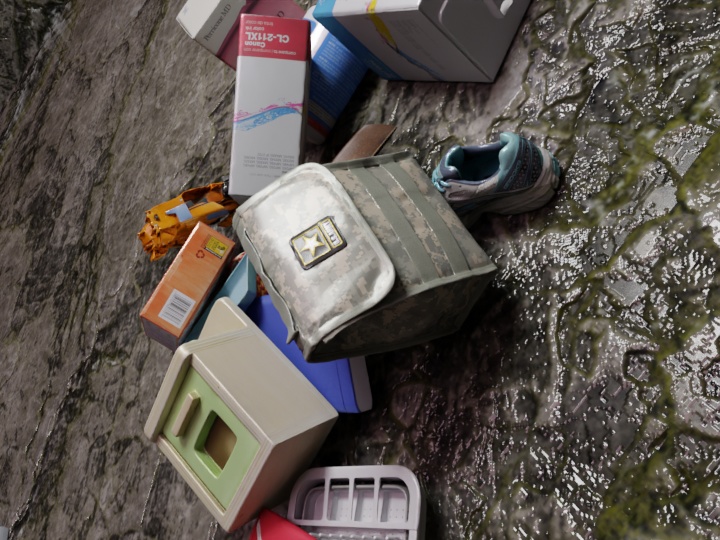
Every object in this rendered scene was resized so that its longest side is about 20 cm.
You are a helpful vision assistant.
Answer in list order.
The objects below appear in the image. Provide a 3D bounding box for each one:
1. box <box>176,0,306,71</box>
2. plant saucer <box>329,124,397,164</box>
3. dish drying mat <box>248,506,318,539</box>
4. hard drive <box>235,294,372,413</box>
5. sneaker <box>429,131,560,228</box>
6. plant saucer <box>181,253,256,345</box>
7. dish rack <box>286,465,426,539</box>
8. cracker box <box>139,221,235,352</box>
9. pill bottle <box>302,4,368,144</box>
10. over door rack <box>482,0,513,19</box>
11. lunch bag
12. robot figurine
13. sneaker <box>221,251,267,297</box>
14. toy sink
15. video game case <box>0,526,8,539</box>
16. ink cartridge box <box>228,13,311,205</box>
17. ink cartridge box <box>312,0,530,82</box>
[{"bbox_3d":[-0.142,-0.342,1.083,0.128,0.199,0.109,-51,40,11],"label":"box"},{"bbox_3d":[-0.031,-0.094,0.861,0.201,0.034,0.200,-51,3,4],"label":"plant saucer"},{"bbox_3d":[-0.046,0.289,0.684,0.199,0.018,0.078,12,77,49],"label":"dish drying mat"},{"bbox_3d":[-0.069,0.088,0.827,0.199,0.025,0.134,-12,88,50],"label":"hard drive"},{"bbox_3d":[0.098,-0.090,0.768,0.198,0.086,0.079,-22,52,37],"label":"sneaker"},{"bbox_3d":[-0.176,0.068,0.905,0.200,0.019,0.071,-49,31,31],"label":"plant saucer"},{"bbox_3d":[-0.007,0.287,0.691,0.170,0.043,0.203,-14,58,40],"label":"dish rack"},{"bbox_3d":[-0.225,0.029,0.977,0.135,0.057,0.200,-62,7,-16],"label":"cracker box"},{"bbox_3d":[-0.046,-0.284,1.017,0.202,0.112,0.112,-57,40,4],"label":"pill bottle"},{"bbox_3d":[0.234,-0.321,0.761,0.147,0.067,0.201,10,54,48],"label":"over door rack"},{"bbox_3d":[-0.003,-0.013,0.697,0.165,0.198,0.118,57,143,28],"label":"lunch bag"},{"bbox_3d":[-0.198,-0.079,1.016,0.059,0.198,0.145,65,154,4],"label":"robot figurine"},{"bbox_3d":[-0.158,0.077,0.972,0.077,0.072,0.203,143,142,-61],"label":"sneaker"},{"bbox_3d":[-0.144,0.143,0.789,0.200,0.111,0.131,43,120,24],"label":"toy sink"},{"bbox_3d":[-0.653,0.549,1.242,0.199,0.022,0.184,-34,46,28],"label":"video game case"},{"bbox_3d":[-0.104,-0.177,0.888,0.146,0.081,0.204,176,98,-86],"label":"ink cartridge box"},{"bbox_3d":[0.075,-0.324,0.883,0.199,0.145,0.148,20,82,50],"label":"ink cartridge box"}]
